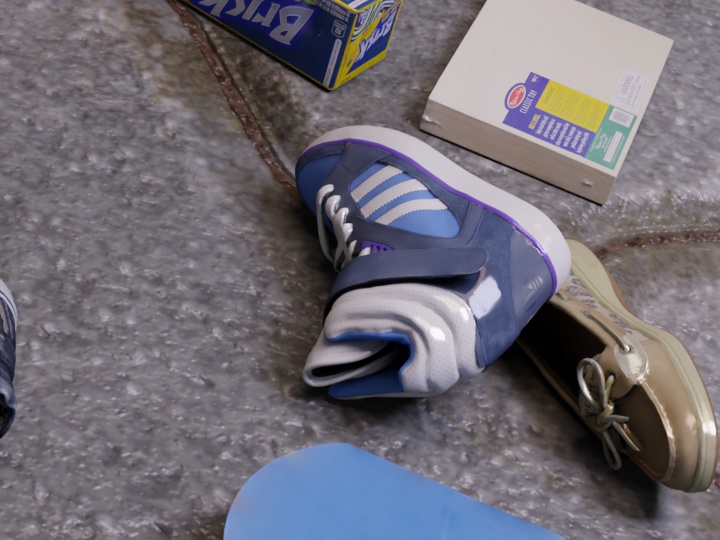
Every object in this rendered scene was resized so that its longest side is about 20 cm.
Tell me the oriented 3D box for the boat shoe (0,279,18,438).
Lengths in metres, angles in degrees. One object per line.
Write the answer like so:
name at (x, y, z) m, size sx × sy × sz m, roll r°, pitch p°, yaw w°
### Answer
boat shoe at (-0.258, 0.030, 0.964) m, size 0.199 × 0.071 × 0.091 m, roll 7°, pitch 34°, yaw -19°

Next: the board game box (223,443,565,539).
board game box at (0.025, 0.162, 0.953) m, size 0.199 × 0.039 × 0.158 m, roll 23°, pitch 32°, yaw -2°

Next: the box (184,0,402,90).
box at (-0.071, -0.202, 1.346) m, size 0.200 × 0.065 × 0.070 m, roll 32°, pitch 38°, yaw 18°

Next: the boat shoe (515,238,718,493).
boat shoe at (0.127, 0.054, 1.111) m, size 0.062 × 0.074 × 0.200 m, roll -7°, pitch 33°, yaw -22°

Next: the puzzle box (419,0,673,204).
puzzle box at (0.128, -0.127, 1.370) m, size 0.133 × 0.026 × 0.200 m, roll 24°, pitch 37°, yaw 6°

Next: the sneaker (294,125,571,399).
sneaker at (0.000, 0.000, 1.111) m, size 0.200 × 0.081 × 0.146 m, roll 25°, pitch 50°, yaw 37°
